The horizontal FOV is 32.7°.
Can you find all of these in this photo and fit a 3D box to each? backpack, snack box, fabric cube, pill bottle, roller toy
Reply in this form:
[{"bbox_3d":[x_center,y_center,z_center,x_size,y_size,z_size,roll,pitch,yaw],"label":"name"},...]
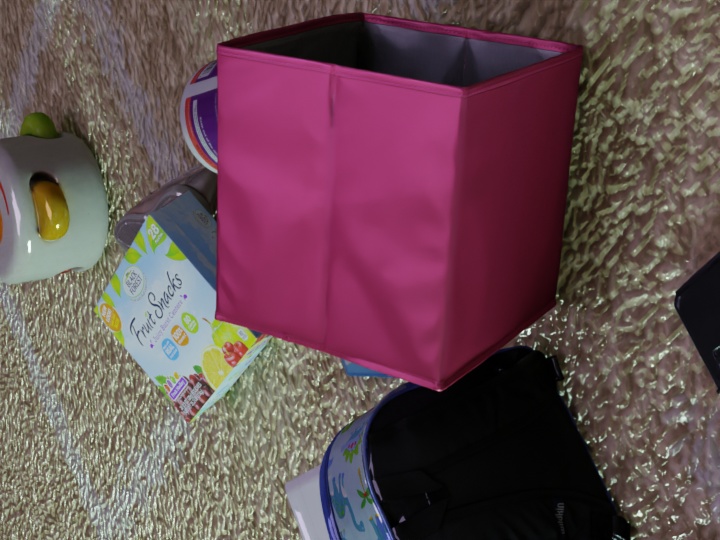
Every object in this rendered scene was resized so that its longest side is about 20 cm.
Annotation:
[{"bbox_3d":[0.068,0.171,0.922,0.147,0.198,0.185,-38,70,50],"label":"backpack"},{"bbox_3d":[-0.181,0.042,1.294,0.169,0.068,0.200,49,137,5],"label":"snack box"},{"bbox_3d":[0.026,-0.063,0.877,0.198,0.196,0.202,15,114,28],"label":"fabric cube"},{"bbox_3d":[-0.071,-0.148,1.095,0.199,0.111,0.114,-4,97,53],"label":"pill bottle"},{"bbox_3d":[-0.415,-0.077,1.553,0.201,0.139,0.184,52,137,30],"label":"roller toy"}]

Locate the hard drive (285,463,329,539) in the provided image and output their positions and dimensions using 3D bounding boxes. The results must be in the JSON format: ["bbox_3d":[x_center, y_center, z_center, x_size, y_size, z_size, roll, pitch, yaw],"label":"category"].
[{"bbox_3d":[0.026,0.215,1.090,0.199,0.027,0.133,-33,71,36],"label":"hard drive"}]

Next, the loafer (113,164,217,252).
[{"bbox_3d":[-0.208,-0.063,1.357,0.072,0.063,0.199,42,148,-16],"label":"loafer"}]

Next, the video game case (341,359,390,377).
[{"bbox_3d":[0.000,0.000,1.080,0.142,0.018,0.202,-5,109,53],"label":"video game case"}]

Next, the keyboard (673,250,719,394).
[{"bbox_3d":[0.280,0.017,0.747,0.200,0.020,0.128,-52,53,47],"label":"keyboard"}]
